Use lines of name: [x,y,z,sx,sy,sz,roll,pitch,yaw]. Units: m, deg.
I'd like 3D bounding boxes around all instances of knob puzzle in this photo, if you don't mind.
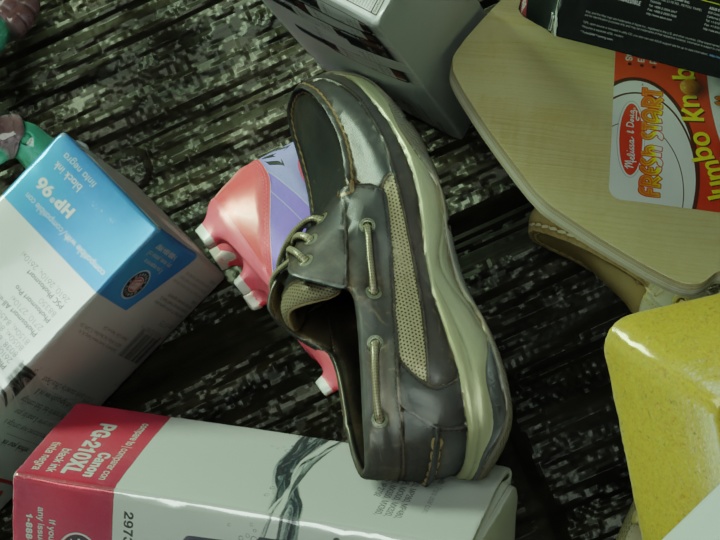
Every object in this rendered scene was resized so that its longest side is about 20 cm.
knob puzzle: [0.136,-0.068,1.156,0.218,0.031,0.221,4,56,-5]

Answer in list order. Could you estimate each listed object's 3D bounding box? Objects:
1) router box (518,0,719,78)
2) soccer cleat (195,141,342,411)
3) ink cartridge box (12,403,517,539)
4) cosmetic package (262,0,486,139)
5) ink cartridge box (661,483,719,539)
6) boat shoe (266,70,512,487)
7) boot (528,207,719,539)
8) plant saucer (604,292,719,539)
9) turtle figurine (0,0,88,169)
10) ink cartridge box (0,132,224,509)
router box: [0.177,-0.149,1.089,0.199,0.062,0.151,13,102,-13]
soccer cleat: [0.009,0.027,1.198,0.076,0.067,0.200,-40,72,-2]
ink cartridge box: [-0.041,0.150,1.148,0.199,0.084,0.146,8,111,13]
cosmetic package: [0.003,-0.114,1.151,0.082,0.200,0.051,30,87,16]
ink cartridge box: [0.227,0.103,1.024,0.200,0.083,0.145,-45,103,2]
boat shoe: [0.000,0.000,1.136,0.073,0.075,0.201,-10,57,-19]
boot: [0.131,0.065,1.161,0.199,0.073,0.156,30,89,13]
plant saucer: [0.214,0.098,1.089,0.199,0.048,0.201,-13,101,-4]
turtle figurine: [-0.193,-0.069,1.243,0.149,0.101,0.201,11,77,14]
ink cartridge box: [-0.163,0.043,1.203,0.200,0.116,0.068,-46,74,0]
